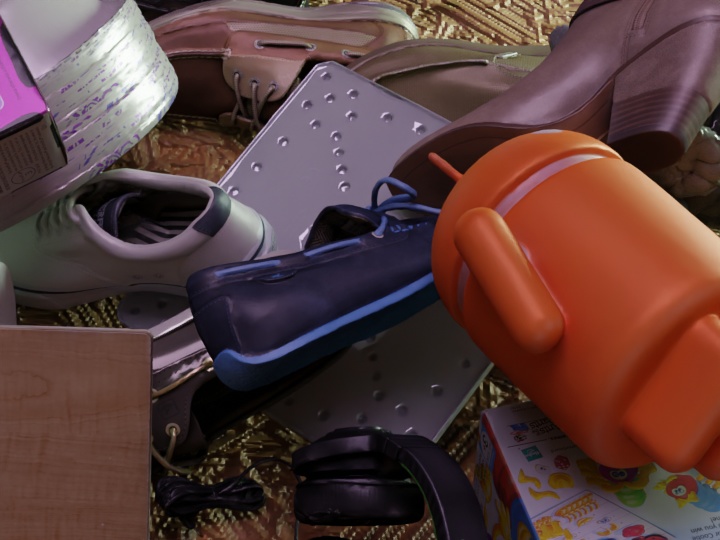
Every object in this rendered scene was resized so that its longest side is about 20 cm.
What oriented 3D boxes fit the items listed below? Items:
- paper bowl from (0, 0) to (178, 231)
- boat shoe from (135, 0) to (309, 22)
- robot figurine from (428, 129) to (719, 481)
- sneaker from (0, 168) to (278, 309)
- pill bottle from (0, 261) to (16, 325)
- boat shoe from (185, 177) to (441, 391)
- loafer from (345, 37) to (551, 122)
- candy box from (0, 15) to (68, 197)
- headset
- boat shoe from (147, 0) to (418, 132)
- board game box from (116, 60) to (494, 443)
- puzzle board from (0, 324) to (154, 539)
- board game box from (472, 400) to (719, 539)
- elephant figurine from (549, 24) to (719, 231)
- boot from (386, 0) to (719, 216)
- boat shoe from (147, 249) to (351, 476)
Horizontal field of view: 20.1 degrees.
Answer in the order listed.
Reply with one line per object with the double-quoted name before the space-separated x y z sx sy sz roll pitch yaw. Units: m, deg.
"paper bowl" -0.211 -0.098 1.136 0.200 0.104 0.201 -26 21 11
"boat shoe" -0.131 -0.183 1.312 0.200 0.066 0.072 7 43 4
"robot figurine" 0.110 0.011 0.946 0.144 0.117 0.200 -24 49 -26
"sneaker" -0.142 -0.026 1.115 0.200 0.071 0.073 -3 53 27
"pill bottle" -0.285 0.039 1.051 0.199 0.114 0.114 2 45 0
"boat shoe" 0.001 -0.008 1.020 0.200 0.084 0.069 -21 75 -44
"loafer" 0.074 -0.099 1.222 0.199 0.076 0.067 -9 26 -11
"candy box" -0.264 -0.073 1.005 0.200 0.061 0.137 -26 66 -9
"headset" -0.018 0.131 0.970 0.094 0.124 0.200 6 7 -33
"boat shoe" -0.056 -0.120 1.249 0.199 0.076 0.072 -8 48 -8
"board game box" 0.000 0.000 1.121 0.200 0.026 0.200 30 70 25
"puzzle board" -0.202 0.100 0.992 0.199 0.151 0.017 2 6 1
"board game box" 0.131 0.162 0.950 0.105 0.103 0.200 -9 45 -12
"elephant figurine" 0.227 -0.063 1.176 0.200 0.156 0.141 -7 17 -20
"boot" 0.120 -0.104 1.100 0.200 0.070 0.146 -7 43 31
"boat shoe" -0.094 0.067 1.045 0.202 0.072 0.060 -35 58 -14
